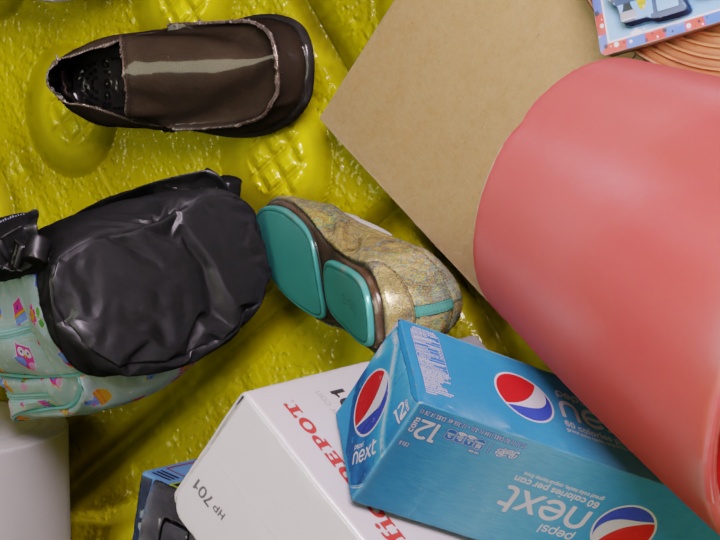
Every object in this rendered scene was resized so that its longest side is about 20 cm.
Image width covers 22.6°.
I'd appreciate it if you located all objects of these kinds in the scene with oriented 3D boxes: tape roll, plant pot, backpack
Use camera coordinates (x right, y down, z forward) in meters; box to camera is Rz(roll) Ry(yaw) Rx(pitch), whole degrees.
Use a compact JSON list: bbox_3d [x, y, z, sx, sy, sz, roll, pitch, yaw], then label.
[{"bbox_3d":[-0.290,0.169,1.184,0.202,0.202,0.140,6,99,37],"label":"tape roll"},{"bbox_3d":[0.161,-0.002,0.834,0.177,0.200,0.202,34,115,41],"label":"plant pot"},{"bbox_3d":[-0.164,0.021,1.096,0.200,0.166,0.127,-13,92,53],"label":"backpack"}]

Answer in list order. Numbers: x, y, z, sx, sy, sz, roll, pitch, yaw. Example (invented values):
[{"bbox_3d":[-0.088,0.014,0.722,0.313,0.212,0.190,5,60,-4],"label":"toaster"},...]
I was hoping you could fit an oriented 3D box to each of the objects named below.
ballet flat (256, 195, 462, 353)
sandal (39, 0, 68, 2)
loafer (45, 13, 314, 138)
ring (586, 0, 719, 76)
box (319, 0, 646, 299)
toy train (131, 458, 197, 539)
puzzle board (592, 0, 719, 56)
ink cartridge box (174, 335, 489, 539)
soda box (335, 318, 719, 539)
[{"bbox_3d":[0.000,0.000,1.016,0.200,0.070,0.071,-147,62,-64],"label":"ballet flat"},{"bbox_3d":[-0.163,-0.216,1.141,0.201,0.050,0.083,0,110,25],"label":"sandal"},{"bbox_3d":[-0.114,-0.113,1.096,0.199,0.071,0.074,-4,93,38],"label":"loafer"},{"bbox_3d":[0.189,-0.189,0.870,0.199,0.019,0.202,-2,87,33],"label":"ring"},{"bbox_3d":[0.079,-0.107,0.977,0.164,0.021,0.200,48,121,23],"label":"box"},{"bbox_3d":[-0.037,0.168,1.041,0.199,0.114,0.087,19,107,35],"label":"toy train"},{"bbox_3d":[0.190,-0.199,0.848,0.199,0.017,0.152,-14,80,31],"label":"puzzle board"},{"bbox_3d":[0.026,0.125,0.932,0.147,0.199,0.086,49,121,22],"label":"ink cartridge box"},{"bbox_3d":[0.091,0.096,0.882,0.068,0.199,0.064,-57,25,28],"label":"soda box"}]
